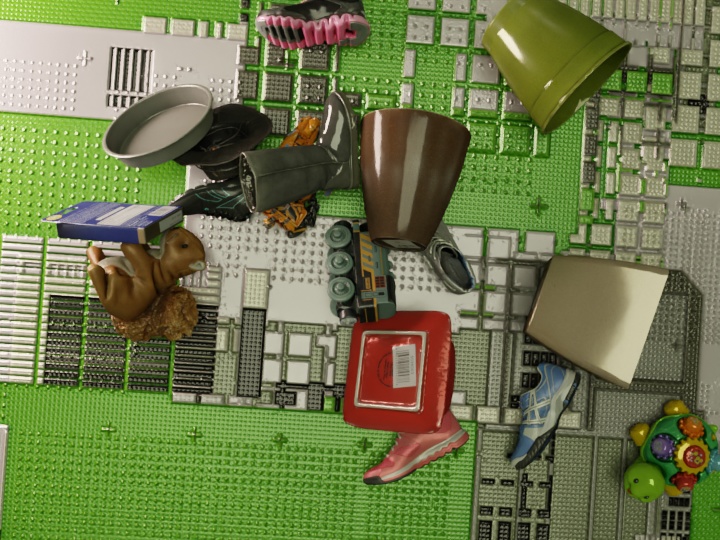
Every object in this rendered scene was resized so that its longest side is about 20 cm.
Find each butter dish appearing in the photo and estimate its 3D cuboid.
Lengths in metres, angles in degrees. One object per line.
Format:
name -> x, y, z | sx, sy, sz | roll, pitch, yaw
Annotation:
butter dish -> 0.089, 0.177, 1.348 | 0.199, 0.148, 0.200 | -3, 74, 37

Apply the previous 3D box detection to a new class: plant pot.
plant pot -> 0.078, -0.138, 1.309 | 0.187, 0.187, 0.200 | 9, 80, -2
plant pot -> 0.317, -0.371, 1.349 | 0.200, 0.200, 0.193 | -42, 79, -2
plant pot -> 0.382, 0.070, 1.341 | 0.177, 0.200, 0.200 | 20, 89, 10

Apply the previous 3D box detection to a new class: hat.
hat -> -0.232, -0.203, 1.345 | 0.200, 0.201, 0.081 | -17, 128, -2

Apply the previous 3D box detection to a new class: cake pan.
cake pan -> -0.332, -0.239, 1.323 | 0.200, 0.200, 0.037 | -27, 131, -2

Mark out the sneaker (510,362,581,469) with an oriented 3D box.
sneaker -> 0.311, 0.255, 1.395 | 0.077, 0.076, 0.200 | 28, 88, 21

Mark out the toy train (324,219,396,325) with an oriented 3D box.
toy train -> 0.000, 0.000, 1.345 | 0.114, 0.085, 0.200 | -4, 58, 0

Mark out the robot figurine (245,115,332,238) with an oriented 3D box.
robot figurine -> -0.107, -0.156, 1.352 | 0.145, 0.058, 0.200 | 37, 73, -26

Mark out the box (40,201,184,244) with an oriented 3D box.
box -> -0.411, -0.082, 1.318 | 0.200, 0.121, 0.032 | 6, 113, 18

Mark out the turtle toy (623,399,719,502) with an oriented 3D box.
turtle toy -> 0.542, 0.328, 1.379 | 0.200, 0.101, 0.146 | -33, 91, -2

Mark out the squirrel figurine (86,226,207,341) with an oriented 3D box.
squirrel figurine -> -0.344, 0.021, 1.349 | 0.186, 0.142, 0.200 | -22, 104, -13

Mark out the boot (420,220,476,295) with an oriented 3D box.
boot -> 0.137, -0.046, 1.370 | 0.074, 0.096, 0.200 | -37, 91, -2

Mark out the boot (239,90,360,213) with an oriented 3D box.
boot -> -0.102, -0.195, 1.290 | 0.200, 0.073, 0.182 | -10, 94, -24

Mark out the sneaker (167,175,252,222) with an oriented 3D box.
sneaker -> -0.233, -0.118, 1.367 | 0.200, 0.075, 0.079 | -17, 92, -2

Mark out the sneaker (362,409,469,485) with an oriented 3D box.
sneaker -> 0.086, 0.307, 1.387 | 0.200, 0.074, 0.087 | -26, 77, -6

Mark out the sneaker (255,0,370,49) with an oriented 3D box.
sneaker -> -0.083, -0.446, 1.389 | 0.200, 0.079, 0.096 | 0, 67, -3
